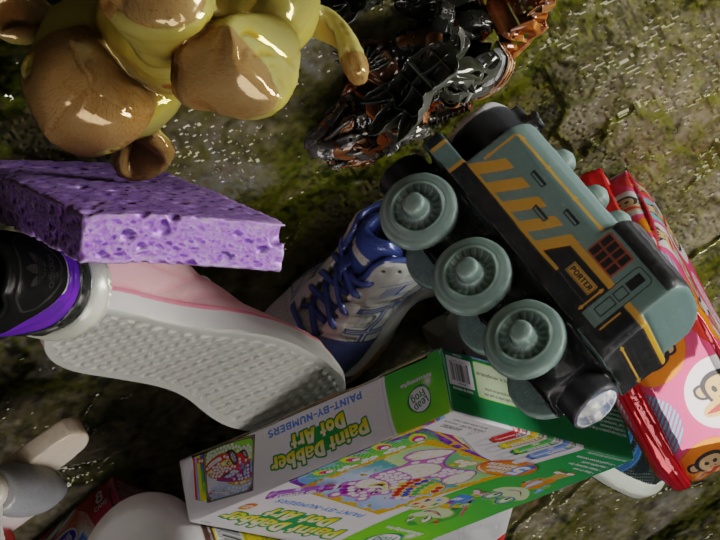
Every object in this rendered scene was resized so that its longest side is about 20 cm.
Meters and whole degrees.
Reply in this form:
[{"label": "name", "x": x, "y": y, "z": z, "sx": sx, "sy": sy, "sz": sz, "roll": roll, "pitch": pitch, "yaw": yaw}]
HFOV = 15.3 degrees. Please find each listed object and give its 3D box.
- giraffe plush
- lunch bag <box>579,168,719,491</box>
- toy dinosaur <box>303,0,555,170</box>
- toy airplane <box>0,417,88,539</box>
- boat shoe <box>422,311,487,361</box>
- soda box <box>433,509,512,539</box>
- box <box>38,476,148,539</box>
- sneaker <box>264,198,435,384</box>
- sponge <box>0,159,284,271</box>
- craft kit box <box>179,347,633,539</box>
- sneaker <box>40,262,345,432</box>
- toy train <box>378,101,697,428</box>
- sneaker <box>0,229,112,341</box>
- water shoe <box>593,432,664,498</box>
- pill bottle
[{"label": "giraffe plush", "x": -0.113, "y": -0.123, "z": 1.381, "sx": 0.162, "sy": 0.173, "sz": 0.200, "roll": -30, "pitch": 170, "yaw": 26}, {"label": "lunch bag", "x": 0.171, "y": 0.022, "z": 1.602, "sx": 0.082, "sy": 0.200, "sz": 0.177, "roll": -27, "pitch": 105, "yaw": 8}, {"label": "toy dinosaur", "x": 0.042, "y": -0.127, "z": 1.490, "sx": 0.200, "sy": 0.102, "sz": 0.136, "roll": -55, "pitch": 154, "yaw": 15}, {"label": "toy airplane", "x": -0.266, "y": 0.169, "z": 1.624, "sx": 0.198, "sy": 0.142, "sz": 0.201, "roll": -7, "pitch": 138, "yaw": -18}, {"label": "boat shoe", "x": 0.089, "y": 0.041, "z": 1.647, "sx": 0.071, "sy": 0.070, "sz": 0.201, "roll": -32, "pitch": 175, "yaw": -10}, {"label": "soda box", "x": 0.057, "y": 0.173, "z": 1.829, "sx": 0.068, "sy": 0.064, "sz": 0.201, "roll": -7, "pitch": 138, "yaw": -18}, {"label": "box", "x": -0.119, "y": 0.228, "z": 1.788, "sx": 0.100, "sy": 0.096, "sz": 0.200, "roll": -41, "pitch": 136, "yaw": 21}, {"label": "sneaker", "x": 0.000, "y": 0.000, "z": 1.599, "sx": 0.200, "sy": 0.075, "sz": 0.088, "roll": -39, "pitch": 152, "yaw": 4}, {"label": "sponge", "x": -0.130, "y": -0.031, "z": 1.434, "sx": 0.111, "sy": 0.200, "sz": 0.030, "roll": 1, "pitch": 100, "yaw": -26}, {"label": "craft kit box", "x": 0.029, "y": 0.113, "z": 1.603, "sx": 0.197, "sy": 0.049, "sz": 0.200, "roll": -22, "pitch": 156, "yaw": 32}, {"label": "sneaker", "x": -0.100, "y": 0.023, "z": 1.557, "sx": 0.199, "sy": 0.105, "sz": 0.075, "roll": 19, "pitch": 124, "yaw": -31}, {"label": "toy train", "x": 0.095, "y": -0.006, "z": 1.485, "sx": 0.114, "sy": 0.200, "sz": 0.085, "roll": -37, "pitch": 149, "yaw": -2}, {"label": "sneaker", "x": -0.243, "y": 0.009, "z": 1.457, "sx": 0.199, "sy": 0.070, "sz": 0.099, "roll": -10, "pitch": 169, "yaw": 26}, {"label": "water shoe", "x": 0.164, "y": 0.093, "z": 1.782, "sx": 0.079, "sy": 0.072, "sz": 0.200, "roll": -51, "pitch": 143, "yaw": 9}, {"label": "pill bottle", "x": -0.074, "y": 0.209, "z": 1.661, "sx": 0.109, "sy": 0.110, "sz": 0.200, "roll": -43, "pitch": 139, "yaw": 23}]
